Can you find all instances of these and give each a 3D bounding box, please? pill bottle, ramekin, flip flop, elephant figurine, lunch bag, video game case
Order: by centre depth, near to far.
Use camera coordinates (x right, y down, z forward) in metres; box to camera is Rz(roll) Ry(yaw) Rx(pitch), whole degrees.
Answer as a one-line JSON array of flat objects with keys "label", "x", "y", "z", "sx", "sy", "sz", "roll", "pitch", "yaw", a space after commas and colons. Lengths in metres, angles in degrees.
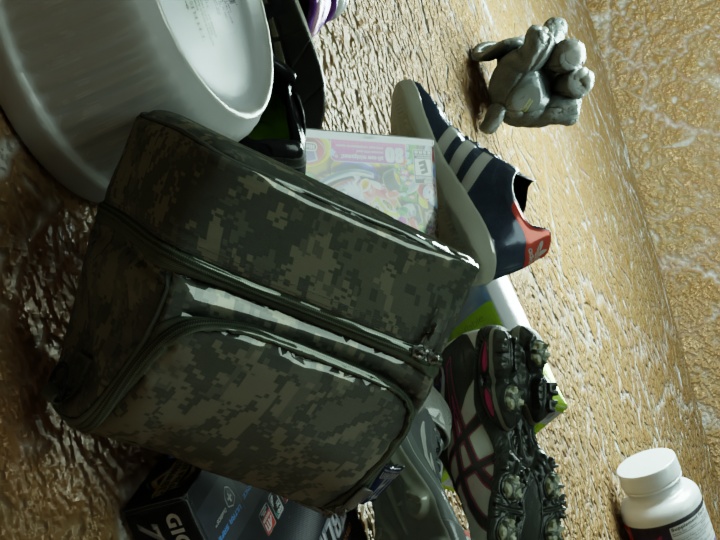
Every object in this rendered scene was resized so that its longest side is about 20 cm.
[{"label": "lunch bag", "x": -0.054, "y": 0.031, "z": 0.779, "sx": 0.198, "sy": 0.169, "sz": 0.139, "roll": 23, "pitch": 4, "yaw": -33}, {"label": "ramekin", "x": -0.133, "y": -0.150, "z": 0.853, "sx": 0.201, "sy": 0.104, "sz": 0.202, "roll": 53, "pitch": 27, "yaw": -43}, {"label": "video game case", "x": 0.000, "y": 0.000, "z": 1.058, "sx": 0.142, "sy": 0.018, "sz": 0.203, "roll": 1, "pitch": 83, "yaw": -35}, {"label": "flip flop", "x": -0.076, "y": -0.170, "z": 1.087, "sx": 0.058, "sy": 0.080, "sz": 0.203, "roll": 87, "pitch": -12, "yaw": -81}, {"label": "elephant figurine", "x": 0.213, "y": -0.256, "z": 1.877, "sx": 0.200, "sy": 0.153, "sz": 0.143, "roll": -125, "pitch": -135, "yaw": -67}, {"label": "pill bottle", "x": 0.411, "y": 0.345, "z": 1.929, "sx": 0.111, "sy": 0.110, "sz": 0.202, "roll": -49, "pitch": 120, "yaw": -67}]

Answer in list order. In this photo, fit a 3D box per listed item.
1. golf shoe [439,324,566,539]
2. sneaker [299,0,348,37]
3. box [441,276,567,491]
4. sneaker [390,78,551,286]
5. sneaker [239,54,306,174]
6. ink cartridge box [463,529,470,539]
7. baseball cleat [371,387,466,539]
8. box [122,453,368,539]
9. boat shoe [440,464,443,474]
[{"label": "golf shoe", "x": 0.095, "y": 0.141, "z": 1.040, "sx": 0.077, "sy": 0.087, "sz": 0.203, "roll": 11, "pitch": 75, "yaw": -42}, {"label": "sneaker", "x": -0.076, "y": -0.261, "z": 1.152, "sx": 0.201, "sy": 0.080, "sz": 0.089, "roll": 59, "pitch": 36, "yaw": -34}, {"label": "box", "x": 0.075, "y": 0.059, "z": 1.156, "sx": 0.047, "sy": 0.122, "sz": 0.202, "roll": 19, "pitch": 38, "yaw": -42}, {"label": "sneaker", "x": 0.087, "y": -0.075, "z": 1.147, "sx": 0.075, "sy": 0.083, "sz": 0.202, "roll": 101, "pitch": -29, "yaw": -54}, {"label": "sneaker", "x": -0.072, "y": -0.124, "z": 0.980, "sx": 0.083, "sy": 0.070, "sz": 0.201, "roll": 113, "pitch": -31, "yaw": -43}, {"label": "ink cartridge box", "x": 0.052, "y": 0.248, "z": 1.051, "sx": 0.200, "sy": 0.050, "sz": 0.110, "roll": -48, "pitch": 146, "yaw": -69}, {"label": "baseball cleat", "x": 0.041, "y": 0.136, "z": 0.979, "sx": 0.106, "sy": 0.070, "sz": 0.202, "roll": -3, "pitch": 62, "yaw": -48}, {"label": "box", "x": -0.054, "y": 0.176, "z": 0.891, "sx": 0.200, "sy": 0.049, "sz": 0.200, "roll": 67, "pitch": 21, "yaw": -15}, {"label": "boat shoe", "x": 0.006, "y": 0.083, "z": 1.099, "sx": 0.065, "sy": 0.071, "sz": 0.203, "roll": -8, "pitch": 84, "yaw": -60}]
